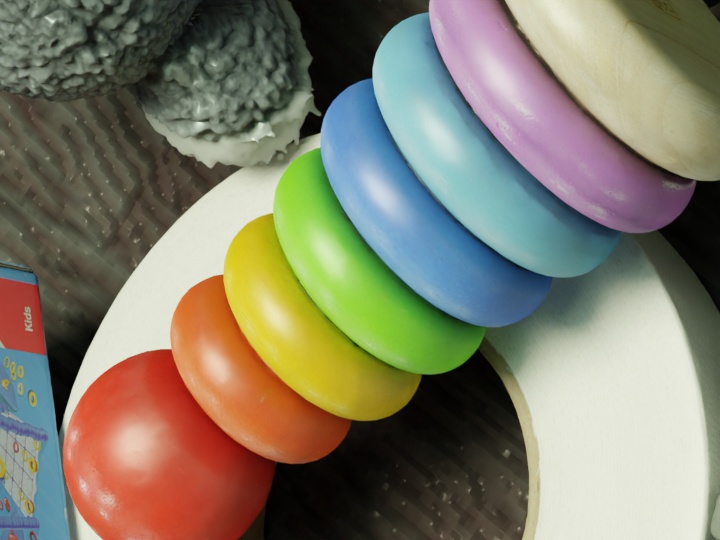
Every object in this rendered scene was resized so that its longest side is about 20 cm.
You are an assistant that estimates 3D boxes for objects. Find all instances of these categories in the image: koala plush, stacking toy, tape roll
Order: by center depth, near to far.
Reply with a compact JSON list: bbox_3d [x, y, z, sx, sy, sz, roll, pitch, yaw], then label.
[{"bbox_3d":[0.000,0.000,0.720,0.200,0.085,0.086,-42,59,21],"label":"stacking toy"},{"bbox_3d":[0.007,0.063,0.766,0.202,0.037,0.204,-8,74,30],"label":"tape roll"},{"bbox_3d":[-0.092,-0.123,0.782,0.183,0.177,0.201,-36,46,12],"label":"koala plush"}]

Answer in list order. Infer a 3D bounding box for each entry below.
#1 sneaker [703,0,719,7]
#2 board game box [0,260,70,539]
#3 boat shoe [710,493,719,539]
[{"bbox_3d":[0.105,-0.170,0.745,0.081,0.074,0.201,38,97,36],"label":"sneaker"},{"bbox_3d":[-0.161,0.121,0.823,0.195,0.056,0.201,-27,64,37],"label":"board game box"},{"bbox_3d":[0.170,0.053,0.646,0.201,0.074,0.065,12,88,41],"label":"boat shoe"}]
